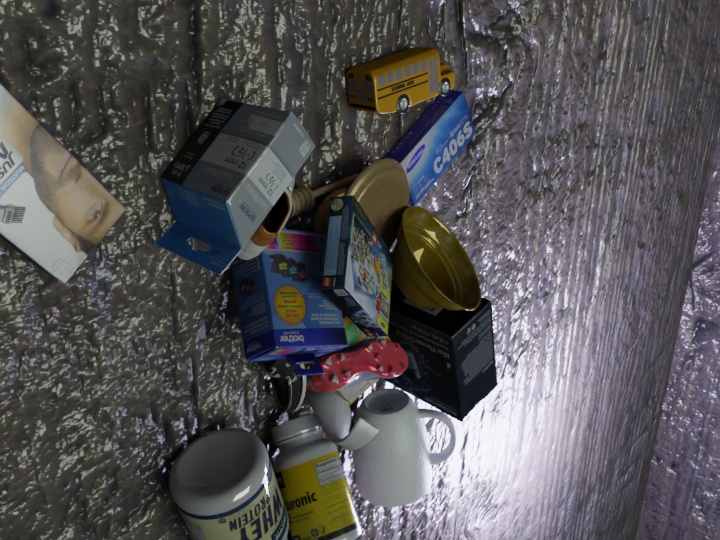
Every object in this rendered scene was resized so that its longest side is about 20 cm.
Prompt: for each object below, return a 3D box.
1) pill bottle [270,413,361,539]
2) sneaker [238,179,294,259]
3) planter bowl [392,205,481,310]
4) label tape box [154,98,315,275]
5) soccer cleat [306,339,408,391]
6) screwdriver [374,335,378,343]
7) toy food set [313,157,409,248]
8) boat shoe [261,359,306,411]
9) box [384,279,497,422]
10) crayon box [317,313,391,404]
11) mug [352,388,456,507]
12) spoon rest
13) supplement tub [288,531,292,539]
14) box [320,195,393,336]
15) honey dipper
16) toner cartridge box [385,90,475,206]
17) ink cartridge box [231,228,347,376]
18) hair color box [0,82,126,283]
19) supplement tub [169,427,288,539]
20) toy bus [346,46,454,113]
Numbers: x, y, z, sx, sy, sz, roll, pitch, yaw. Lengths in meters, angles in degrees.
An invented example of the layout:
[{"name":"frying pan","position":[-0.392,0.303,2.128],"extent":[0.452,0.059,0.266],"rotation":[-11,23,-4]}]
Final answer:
[{"name":"pill bottle","position":[-0.077,0.338,1.113],"extent":[0.110,0.111,0.203],"rotation":[-2,68,-48]},{"name":"sneaker","position":[-0.109,-0.110,0.918],"extent":[0.072,0.084,0.203],"rotation":[31,52,-30]},{"name":"planter bowl","position":[0.109,-0.002,1.169],"extent":[0.083,0.203,0.199],"rotation":[-36,152,29]},{"name":"label tape box","position":[-0.169,-0.109,0.852],"extent":[0.201,0.142,0.066],"rotation":[-55,139,-17]},{"name":"soccer cleat","position":[-0.005,0.157,1.136],"extent":[0.198,0.076,0.068],"rotation":[-7,73,-43]},{"name":"screwdriver","position":[0.033,0.043,1.153],"extent":[0.029,0.202,0.028],"rotation":[21,132,-22]},{"name":"toy food set","position":[0.010,-0.085,1.122],"extent":[0.201,0.048,0.199],"rotation":[-52,149,-19]},{"name":"boat shoe","position":[-0.124,0.125,1.059],"extent":[0.060,0.073,0.204],"rotation":[-15,114,-44]},{"name":"box","position":[0.133,0.132,1.263],"extent":[0.117,0.195,0.203],"rotation":[-37,131,-32]},{"name":"crayon box","position":[-0.021,0.122,1.169],"extent":[0.125,0.052,0.201],"rotation":[-39,135,-8]},{"name":"mug","position":[0.080,0.315,1.291],"extent":[0.148,0.196,0.178],"rotation":[-90,174,-68]},{"name":"spoon rest","position":[-0.039,0.234,1.113],"extent":[0.099,0.200,0.061],"rotation":[38,83,-21]},{"name":"supplement tub","position":[-0.085,0.487,1.234],"extent":[0.107,0.106,0.202],"rotation":[-44,135,-27]},{"name":"box","position":[0.000,0.000,1.024],"extent":[0.200,0.037,0.139],"rotation":[52,39,-59]},{"name":"honey dipper","position":[-0.046,-0.126,1.076],"extent":[0.199,0.038,0.039],"rotation":[-27,125,-44]},{"name":"toner cartridge box","position":[0.123,-0.217,1.224],"extent":[0.201,0.043,0.096],"rotation":[-50,136,-22]},{"name":"ink cartridge box","position":[-0.098,0.049,0.975],"extent":[0.135,0.076,0.204],"rotation":[3,71,-45]},{"name":"hair color box","position":[-0.350,-0.092,0.714],"extent":[0.110,0.064,0.201],"rotation":[-55,140,-18]},{"name":"supplement tub","position":[-0.186,0.351,1.027],"extent":[0.144,0.144,0.203],"rotation":[-36,130,-34]},{"name":"toy bus","position":[0.068,-0.302,1.108],"extent":[0.199,0.065,0.080],"rotation":[-31,126,-37]}]
